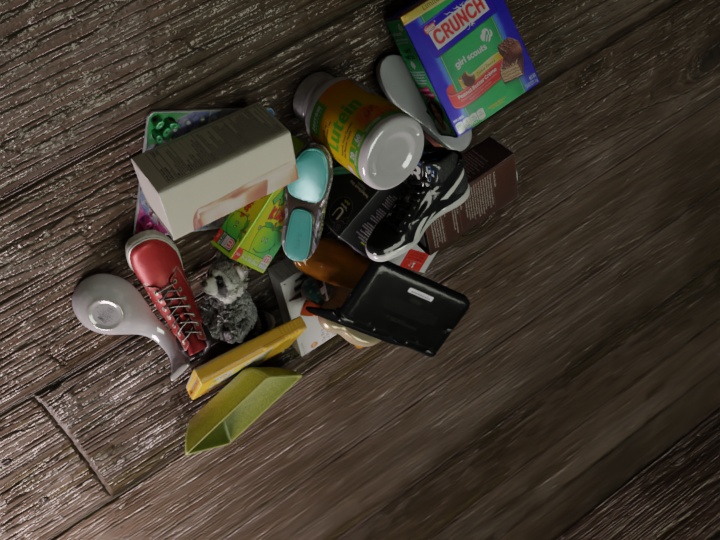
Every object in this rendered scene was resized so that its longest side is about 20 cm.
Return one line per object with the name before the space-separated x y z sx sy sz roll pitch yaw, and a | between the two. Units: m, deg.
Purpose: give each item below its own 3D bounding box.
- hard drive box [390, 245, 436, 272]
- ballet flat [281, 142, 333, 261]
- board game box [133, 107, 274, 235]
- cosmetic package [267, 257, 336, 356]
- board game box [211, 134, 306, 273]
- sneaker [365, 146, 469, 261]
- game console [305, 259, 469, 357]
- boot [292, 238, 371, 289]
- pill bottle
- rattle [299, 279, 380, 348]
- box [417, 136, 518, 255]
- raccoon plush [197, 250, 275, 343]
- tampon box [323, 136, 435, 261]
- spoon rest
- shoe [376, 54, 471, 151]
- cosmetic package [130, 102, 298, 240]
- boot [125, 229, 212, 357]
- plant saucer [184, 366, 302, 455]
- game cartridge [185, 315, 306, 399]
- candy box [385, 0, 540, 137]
hard drive box | 0.097 -0.110 1.521 0.155 0.077 0.201 12 116 -46
ballet flat | -0.079 -0.111 1.279 0.071 0.072 0.202 -13 133 -33
board game box | -0.224 -0.138 1.250 0.198 0.026 0.202 -10 130 -36
cosmetic package | -0.100 0.058 1.515 0.082 0.051 0.201 -30 139 -17
board game box | -0.133 -0.102 1.306 0.201 0.047 0.101 -57 153 2
sneaker | 0.073 -0.111 1.270 0.199 0.073 0.113 -40 137 -18
game console | 0.043 0.056 1.380 0.198 0.117 0.177 22 113 -31
boot | 0.000 0.001 1.408 0.200 0.143 0.072 17 90 -37
pill bottle | -0.010 -0.209 1.231 0.110 0.200 0.112 -25 136 -27
rattle | -0.049 0.079 1.518 0.198 0.142 0.132 -2 88 -32
box | 0.169 -0.127 1.451 0.199 0.075 0.101 -32 139 -13
raccoon plush | -0.198 0.034 1.408 0.135 0.096 0.200 -70 163 11
tampon box | 0.024 -0.141 1.367 0.200 0.150 0.126 -49 140 6
spoon rest | -0.340 0.081 1.281 0.099 0.061 0.200 -40 112 14
shoe | 0.088 -0.265 1.382 0.200 0.091 0.072 39 82 -22
cosmetic package | -0.196 -0.138 1.172 0.198 0.103 0.088 -27 137 -19
boot | -0.272 0.042 1.251 0.072 0.145 0.201 -26 146 -7
plant saucer | -0.215 0.236 1.522 0.200 0.048 0.200 -43 167 6
game cartridge | -0.196 0.150 1.455 0.198 0.033 0.176 -25 172 -21
candy box | 0.157 -0.334 1.306 0.168 0.077 0.201 -34 108 -12
